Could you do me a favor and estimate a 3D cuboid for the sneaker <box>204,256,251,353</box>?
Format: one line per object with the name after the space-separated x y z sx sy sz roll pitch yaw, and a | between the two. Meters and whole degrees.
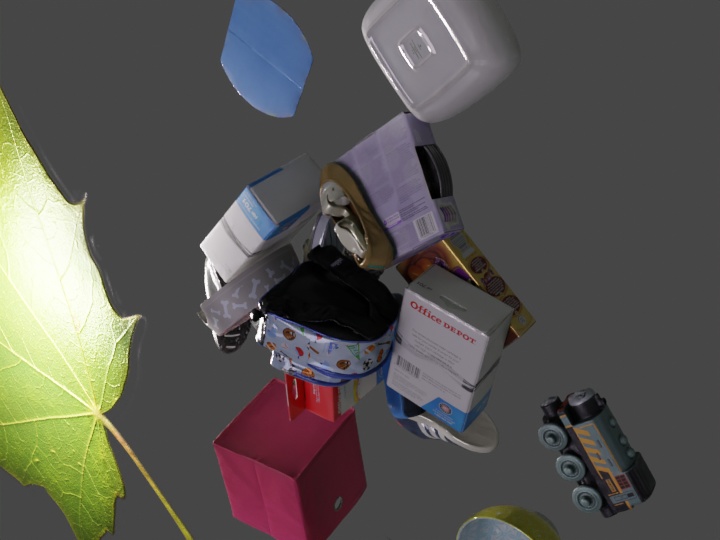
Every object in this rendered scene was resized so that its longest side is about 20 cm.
-0.251 0.054 1.832 0.079 0.073 0.203 -16 78 60 | sneaker

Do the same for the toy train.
0.345 0.266 1.441 0.113 0.085 0.202 -27 94 35 | toy train

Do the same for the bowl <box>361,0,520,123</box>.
0.093 -0.307 1.314 0.199 0.074 0.201 -31 91 47 | bowl

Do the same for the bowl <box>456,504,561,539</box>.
0.266 0.456 1.605 0.199 0.107 0.202 22 128 31 | bowl

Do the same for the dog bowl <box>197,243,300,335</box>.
-0.179 0.036 1.634 0.059 0.199 0.200 55 138 2 | dog bowl

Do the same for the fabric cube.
-0.124 0.357 1.816 0.198 0.196 0.201 17 132 31 | fabric cube

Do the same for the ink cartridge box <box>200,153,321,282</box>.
-0.154 -0.083 1.611 0.086 0.146 0.200 53 138 2 | ink cartridge box

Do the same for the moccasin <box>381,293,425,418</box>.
0.071 0.137 1.606 0.080 0.067 0.203 -6 88 63 | moccasin

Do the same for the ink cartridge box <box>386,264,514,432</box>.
0.129 0.116 1.453 0.146 0.086 0.202 31 132 24 | ink cartridge box

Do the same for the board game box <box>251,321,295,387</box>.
-0.129 0.118 1.813 0.135 0.028 0.201 -34 90 48 | board game box

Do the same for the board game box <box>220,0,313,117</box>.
-0.137 -0.338 1.533 0.158 0.039 0.201 39 140 10 | board game box

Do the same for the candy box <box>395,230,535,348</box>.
0.157 0.035 1.481 0.201 0.056 0.117 50 137 4 | candy box

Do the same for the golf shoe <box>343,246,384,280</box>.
0.000 0.000 1.590 0.077 0.097 0.203 10 104 -9 | golf shoe

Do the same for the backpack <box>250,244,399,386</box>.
-0.042 0.083 1.463 0.188 0.200 0.156 17 128 22 | backpack

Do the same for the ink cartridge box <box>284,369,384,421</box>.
-0.036 0.165 1.630 0.067 0.199 0.117 18 127 33 | ink cartridge box

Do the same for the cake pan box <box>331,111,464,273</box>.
0.051 -0.113 1.449 0.199 0.052 0.186 -29 78 49 | cake pan box

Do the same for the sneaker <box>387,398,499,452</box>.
0.140 0.255 1.632 0.198 0.075 0.085 24 148 25 | sneaker

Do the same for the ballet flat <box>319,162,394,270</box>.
-0.020 -0.084 1.454 0.201 0.063 0.069 55 135 27 | ballet flat

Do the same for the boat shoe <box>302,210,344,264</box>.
-0.070 -0.024 1.641 0.062 0.072 0.202 31 135 25 | boat shoe
